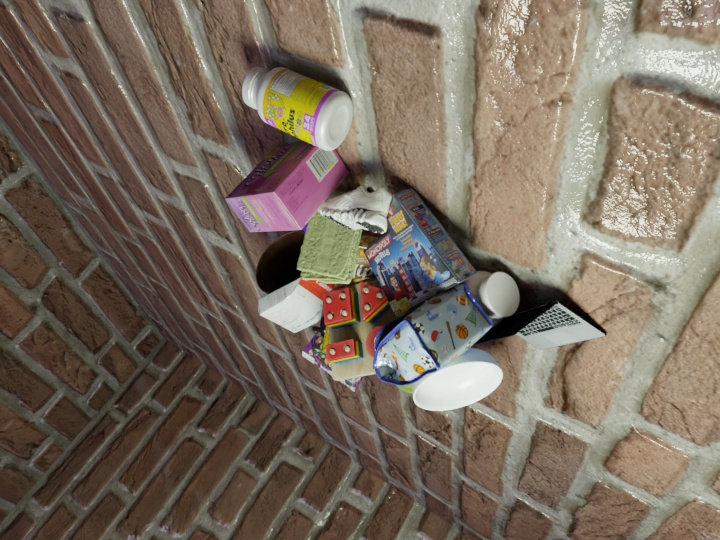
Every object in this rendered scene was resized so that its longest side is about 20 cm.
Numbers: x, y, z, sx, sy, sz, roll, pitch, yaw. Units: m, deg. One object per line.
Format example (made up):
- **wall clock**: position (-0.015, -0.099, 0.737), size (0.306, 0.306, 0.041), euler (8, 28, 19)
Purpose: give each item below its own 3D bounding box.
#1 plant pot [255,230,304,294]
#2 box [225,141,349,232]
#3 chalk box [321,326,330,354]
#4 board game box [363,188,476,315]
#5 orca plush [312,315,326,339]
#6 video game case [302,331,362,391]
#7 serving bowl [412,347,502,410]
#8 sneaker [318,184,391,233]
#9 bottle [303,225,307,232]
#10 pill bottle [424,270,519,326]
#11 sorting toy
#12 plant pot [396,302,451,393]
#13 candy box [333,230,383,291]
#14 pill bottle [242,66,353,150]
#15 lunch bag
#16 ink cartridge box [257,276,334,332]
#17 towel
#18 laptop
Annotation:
- **plant pot**: position (-0.148, 0.031, 1.507), size (0.184, 0.190, 0.200), euler (14, 156, 38)
- **box**: position (-0.154, -0.177, 1.177), size (0.198, 0.177, 0.097), euler (2, 137, 50)
- **chalk box**: position (0.004, 0.168, 1.373), size (0.121, 0.127, 0.200), euler (6, 163, 22)
- **board game box**: position (0.098, -0.041, 1.097), size (0.199, 0.061, 0.203), euler (-32, 82, 50)
- **orca plush**: position (-0.088, 0.139, 1.464), size (0.069, 0.108, 0.200), euler (5, -177, 3)
- **video game case**: position (-0.036, 0.205, 1.580), size (0.179, 0.201, 0.036), euler (31, 151, 13)
- **serving bowl**: position (0.199, 0.222, 1.207), size (0.202, 0.195, 0.067), euler (90, 168, -51)
- **sneaker**: position (-0.010, -0.125, 1.103), size (0.074, 0.083, 0.198), euler (23, 173, -41)
- **bottle**: position (-0.094, -0.106, 1.328), size (0.200, 0.066, 0.083), euler (45, 141, -11)
- **pill bottle**: position (0.224, 0.066, 1.145), size (0.112, 0.113, 0.199), euler (43, 152, -11)
- **sorting toy**: position (0.009, 0.117, 1.224), size (0.195, 0.205, 0.069), euler (-14, 158, 22)
- **plant pot**: position (0.142, 0.145, 1.313), size (0.197, 0.200, 0.193), euler (15, 134, 37)
- **candy box**: position (0.000, 0.000, 1.300), size (0.112, 0.056, 0.203), euler (7, 137, 0)
- **pill bottle**: position (-0.118, -0.301, 1.025), size (0.197, 0.105, 0.105), euler (28, 151, 21)
- **lunch bag**: position (0.122, 0.130, 1.072), size (0.125, 0.168, 0.200), euler (56, 148, 12)
- **ink cartridge box**: position (-0.129, 0.075, 1.391), size (0.196, 0.058, 0.162), euler (-23, 149, 19)
- **towel**: position (-0.058, -0.074, 1.201), size (0.146, 0.205, 0.036), euler (7, 172, 34)
- **laptop**: position (0.323, 0.137, 1.089), size (0.198, 0.118, 0.187), euler (32, 155, -13)
